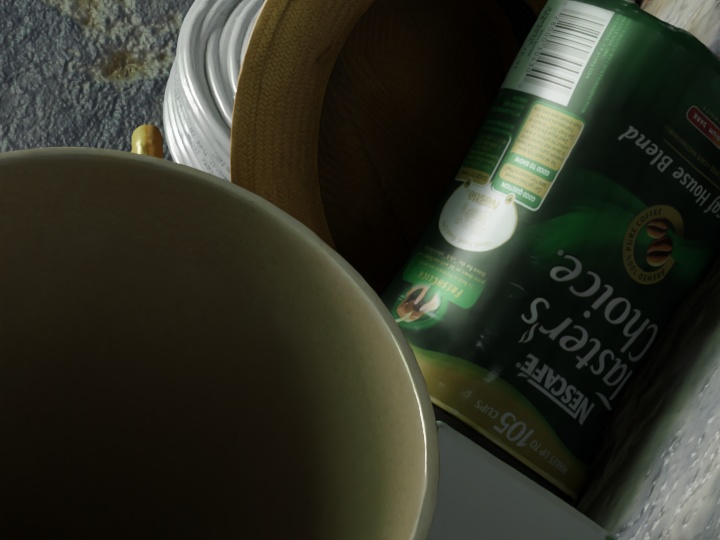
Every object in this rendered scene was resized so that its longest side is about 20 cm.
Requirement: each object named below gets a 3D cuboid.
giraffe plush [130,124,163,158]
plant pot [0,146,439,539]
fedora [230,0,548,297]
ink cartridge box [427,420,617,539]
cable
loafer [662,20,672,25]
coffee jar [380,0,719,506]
[{"bbox_3d":[-0.078,0.041,0.892,0.172,0.200,0.162,-35,49,19],"label":"giraffe plush"},{"bbox_3d":[-0.094,0.096,0.671,0.200,0.187,0.188,116,179,-48],"label":"plant pot"},{"bbox_3d":[0.011,-0.058,0.832,0.082,0.201,0.201,26,82,50],"label":"fedora"},{"bbox_3d":[-0.012,0.169,0.725,0.200,0.084,0.145,-48,14,40],"label":"ink cartridge box"},{"bbox_3d":[-0.013,-0.086,1.185,0.069,0.200,0.200,-53,16,48],"label":"cable"},{"bbox_3d":[0.102,-0.087,0.962,0.071,0.073,0.200,-68,-15,8],"label":"loafer"},{"bbox_3d":[0.067,0.005,0.787,0.085,0.104,0.200,26,83,48],"label":"coffee jar"}]
